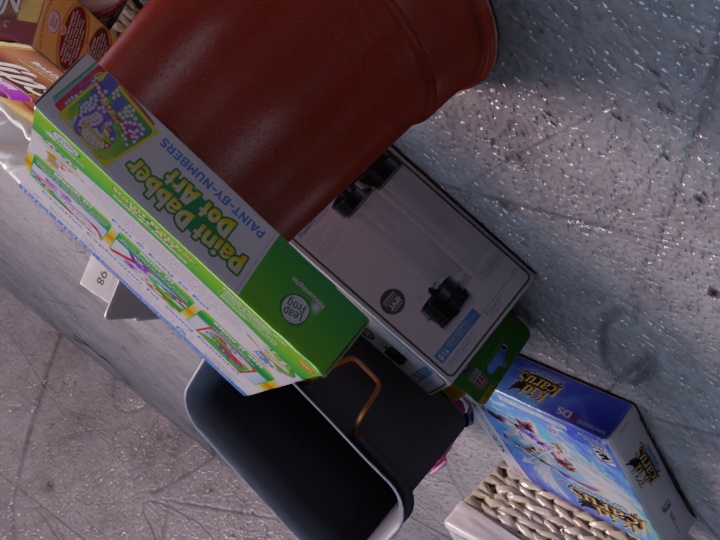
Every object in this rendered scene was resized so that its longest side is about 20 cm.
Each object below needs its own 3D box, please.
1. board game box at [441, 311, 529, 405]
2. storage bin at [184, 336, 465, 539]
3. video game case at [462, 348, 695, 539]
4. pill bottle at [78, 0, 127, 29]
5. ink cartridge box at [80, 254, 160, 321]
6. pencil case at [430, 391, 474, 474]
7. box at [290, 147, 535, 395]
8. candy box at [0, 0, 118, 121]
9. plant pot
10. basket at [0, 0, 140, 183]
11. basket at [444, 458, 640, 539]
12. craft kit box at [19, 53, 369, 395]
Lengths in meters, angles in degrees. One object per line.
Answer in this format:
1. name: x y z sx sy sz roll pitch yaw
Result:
1. board game box: 0.044 0.018 1.085 0.200 0.096 0.030 41 143 -1
2. storage bin: -0.015 0.110 1.054 0.200 0.134 0.146 44 132 10
3. video game case: 0.187 0.156 1.203 0.199 0.046 0.182 23 156 47
4. pill bottle: -0.220 -0.239 1.004 0.111 0.111 0.200 44 163 -10
5. ink cartridge box: -0.151 -0.026 1.088 0.066 0.117 0.200 30 -167 24
6. pencil case: 0.003 0.109 1.232 0.199 0.094 0.091 33 122 -8
7. box: 0.021 -0.014 1.025 0.200 0.117 0.060 42 163 0
8. candy box: -0.236 -0.158 0.989 0.116 0.057 0.200 11 171 18
9. plant pot: -0.055 -0.119 0.795 0.200 0.195 0.201 37 162 14
10. basket: -0.233 -0.130 1.216 0.198 0.161 0.200 45 164 -11
11. basket: 0.207 0.279 1.327 0.199 0.124 0.136 26 157 39
12. craft kit box: -0.105 -0.014 0.755 0.200 0.049 0.197 44 165 -7
